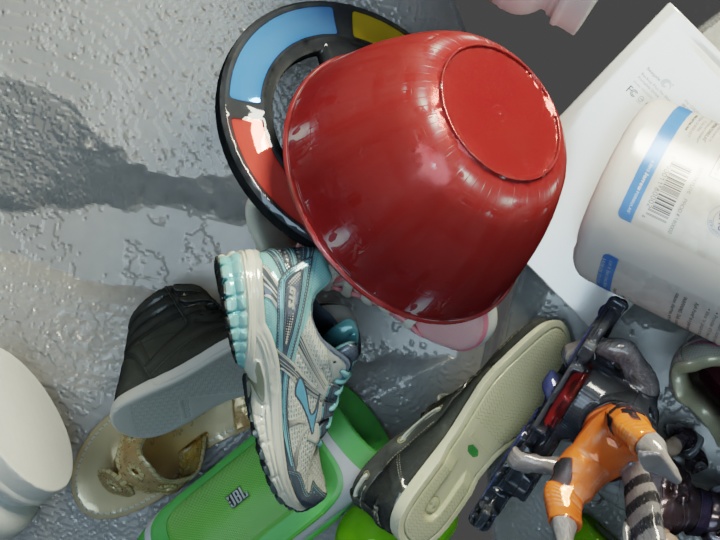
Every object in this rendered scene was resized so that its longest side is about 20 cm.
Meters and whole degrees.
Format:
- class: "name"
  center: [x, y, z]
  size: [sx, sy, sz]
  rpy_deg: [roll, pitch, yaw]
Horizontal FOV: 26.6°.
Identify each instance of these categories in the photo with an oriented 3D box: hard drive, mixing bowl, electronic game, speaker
- class: "hard drive"
  center: [0.195, -0.070, 1.084]
  size: [0.132, 0.026, 0.200]
  rpy_deg: [44, 103, 1]
- class: "mixing bowl"
  center: [0.059, -0.078, 0.985]
  size: [0.201, 0.200, 0.108]
  rpy_deg: [53, 139, -1]
- class: "electronic game"
  center: [-0.006, -0.097, 1.048]
  size: [0.200, 0.200, 0.042]
  rpy_deg: [47, 144, 0]
- class: "speaker"
  center: [-0.073, 0.171, 1.134]
  size: [0.200, 0.088, 0.089]
  rpy_deg: [-39, 91, 12]

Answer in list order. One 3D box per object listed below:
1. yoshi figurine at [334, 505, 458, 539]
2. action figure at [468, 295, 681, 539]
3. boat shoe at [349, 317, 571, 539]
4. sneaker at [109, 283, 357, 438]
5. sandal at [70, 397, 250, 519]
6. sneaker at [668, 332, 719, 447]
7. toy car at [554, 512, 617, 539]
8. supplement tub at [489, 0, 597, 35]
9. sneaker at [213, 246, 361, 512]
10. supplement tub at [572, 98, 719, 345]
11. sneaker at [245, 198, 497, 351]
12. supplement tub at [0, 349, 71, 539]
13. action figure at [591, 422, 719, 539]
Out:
- class: "yoshi figurine"
  center: [-0.003, 0.245, 1.124]
  size: [0.112, 0.112, 0.202]
  rpy_deg: [28, 99, 11]
- class: "action figure"
  center: [0.153, 0.132, 1.019]
  size: [0.104, 0.194, 0.201]
  rpy_deg: [28, 118, -3]
- class: "boat shoe"
  center: [0.074, 0.104, 1.085]
  size: [0.200, 0.067, 0.072]
  rpy_deg: [-46, 130, -17]
- class: "sneaker"
  center: [-0.097, 0.041, 1.106]
  size: [0.198, 0.100, 0.071]
  rpy_deg: [-23, 139, 18]
- class: "sandal"
  center: [-0.145, 0.127, 1.147]
  size: [0.210, 0.070, 0.078]
  rpy_deg: [-31, 92, 12]
- class: "sneaker"
  center: [0.288, 0.104, 1.025]
  size: [0.199, 0.088, 0.082]
  rpy_deg: [28, 122, 32]
- class: "toy car"
  center: [0.182, 0.308, 1.088]
  size: [0.200, 0.158, 0.165]
  rpy_deg: [40, 98, -10]
- class: "supplement tub"
  center: [0.093, -0.262, 1.013]
  size: [0.199, 0.144, 0.145]
  rpy_deg: [34, 102, 3]
- class: "sneaker"
  center: [-0.037, 0.075, 1.016]
  size: [0.085, 0.078, 0.202]
  rpy_deg: [-13, 120, -3]
- class: "supplement tub"
  center: [0.251, -0.015, 0.989]
  size: [0.199, 0.132, 0.133]
  rpy_deg: [27, 102, 14]
- class: "sneaker"
  center: [0.000, 0.000, 1.078]
  size: [0.200, 0.105, 0.075]
  rpy_deg: [44, 132, 4]
- class: "supplement tub"
  center: [-0.330, 0.158, 1.136]
  size: [0.199, 0.144, 0.145]
  rpy_deg: [-32, 92, 12]
- class: "action figure"
  center: [0.251, 0.175, 1.071]
  size: [0.198, 0.069, 0.131]
  rpy_deg: [15, 69, -5]
